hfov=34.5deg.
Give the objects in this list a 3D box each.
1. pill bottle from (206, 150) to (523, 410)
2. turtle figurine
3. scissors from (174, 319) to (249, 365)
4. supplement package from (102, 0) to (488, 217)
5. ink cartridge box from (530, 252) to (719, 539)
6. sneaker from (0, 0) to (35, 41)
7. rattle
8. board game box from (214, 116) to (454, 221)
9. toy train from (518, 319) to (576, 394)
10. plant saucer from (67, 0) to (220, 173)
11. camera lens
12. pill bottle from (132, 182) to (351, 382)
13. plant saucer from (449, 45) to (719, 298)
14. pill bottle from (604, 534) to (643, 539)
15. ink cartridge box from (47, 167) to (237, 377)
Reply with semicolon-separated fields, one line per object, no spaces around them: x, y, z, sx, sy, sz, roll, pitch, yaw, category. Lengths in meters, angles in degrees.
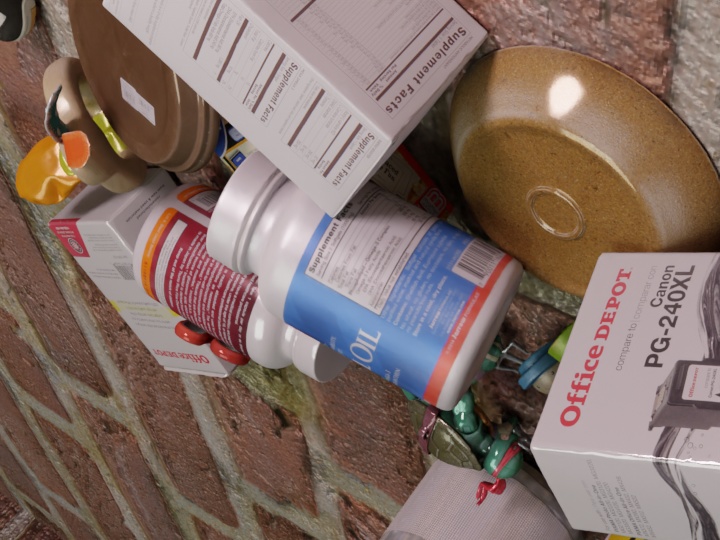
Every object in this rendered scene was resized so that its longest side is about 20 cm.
0.000;0.000;0.782;0.198;0.113;0.113;28;150;12;pill bottle
0.081;0.105;0.944;0.199;0.101;0.151;36;152;23;turtle figurine
-0.113;0.062;1.092;0.072;0.014;0.200;25;-173;12;scissors
-0.042;-0.153;0.710;0.200;0.114;0.110;43;151;-1;supplement package
0.208;0.069;0.629;0.197;0.146;0.084;0;139;37;ink cartridge box
-0.339;-0.262;0.967;0.075;0.088;0.201;25;149;24;sneaker
-0.264;-0.098;0.971;0.140;0.201;0.132;-13;112;6;rattle
-0.042;-0.091;0.871;0.201;0.046;0.151;50;151;-14;board game box
0.175;0.077;0.787;0.116;0.084;0.201;50;161;14;toy train
-0.170;-0.166;0.878;0.199;0.029;0.203;37;140;38;plant saucer
0.095;0.268;1.034;0.159;0.200;0.161;30;150;20;camera lens
-0.093;0.013;1.009;0.198;0.113;0.114;29;150;24;pill bottle
0.130;-0.046;0.726;0.198;0.036;0.202;31;150;20;plant saucer
0.247;0.234;0.888;0.111;0.112;0.200;39;152;5;pill bottle
-0.199;0.003;1.162;0.144;0.084;0.201;2;132;51;ink cartridge box
